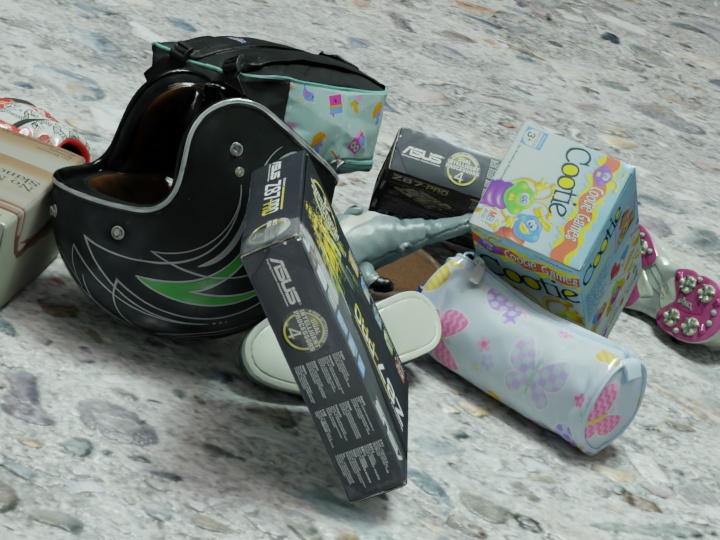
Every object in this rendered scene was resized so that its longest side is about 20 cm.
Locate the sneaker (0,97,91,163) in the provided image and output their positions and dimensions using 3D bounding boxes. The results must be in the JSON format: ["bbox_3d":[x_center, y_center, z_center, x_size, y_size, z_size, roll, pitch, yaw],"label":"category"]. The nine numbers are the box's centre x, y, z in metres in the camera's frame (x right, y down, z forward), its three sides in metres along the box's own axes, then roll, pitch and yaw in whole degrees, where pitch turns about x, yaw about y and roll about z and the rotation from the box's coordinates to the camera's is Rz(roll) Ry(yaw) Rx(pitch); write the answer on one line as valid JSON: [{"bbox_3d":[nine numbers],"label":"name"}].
[{"bbox_3d":[-0.319,-0.107,1.879,0.108,0.068,0.200,31,20,38],"label":"sneaker"}]

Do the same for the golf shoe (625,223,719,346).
[{"bbox_3d":[0.291,0.019,2.103,0.091,0.076,0.200,22,15,-40],"label":"golf shoe"}]

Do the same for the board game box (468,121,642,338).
[{"bbox_3d":[0.165,-0.019,1.867,0.102,0.105,0.200,24,-19,18],"label":"board game box"}]

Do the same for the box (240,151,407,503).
[{"bbox_3d":[-0.023,0.037,1.568,0.049,0.201,0.161,-19,21,11],"label":"box"}]

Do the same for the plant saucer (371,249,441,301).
[{"bbox_3d":[-0.004,-0.003,1.932,0.198,0.035,0.200,16,19,-6],"label":"plant saucer"}]

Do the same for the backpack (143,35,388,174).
[{"bbox_3d":[-0.079,-0.130,2.010,0.175,0.155,0.199,15,16,40],"label":"backpack"}]

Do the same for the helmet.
[{"bbox_3d":[-0.130,-0.042,1.694,0.199,0.191,0.200,38,-3,3],"label":"helmet"}]

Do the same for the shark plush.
[{"bbox_3d":[0.000,0.000,1.815,0.198,0.091,0.084,-9,40,-20],"label":"shark plush"}]

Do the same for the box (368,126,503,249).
[{"bbox_3d":[0.112,-0.059,2.052,0.198,0.050,0.161,18,-13,-2],"label":"box"}]

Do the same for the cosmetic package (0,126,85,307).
[{"bbox_3d":[-0.290,-0.039,1.694,0.103,0.088,0.200,20,20,3],"label":"cosmetic package"}]

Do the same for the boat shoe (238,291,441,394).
[{"bbox_3d":[-0.024,0.061,1.735,0.199,0.073,0.062,-12,-8,-43],"label":"boat shoe"}]

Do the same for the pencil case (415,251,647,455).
[{"bbox_3d":[0.133,0.064,1.788,0.199,0.091,0.083,33,10,33],"label":"pencil case"}]
